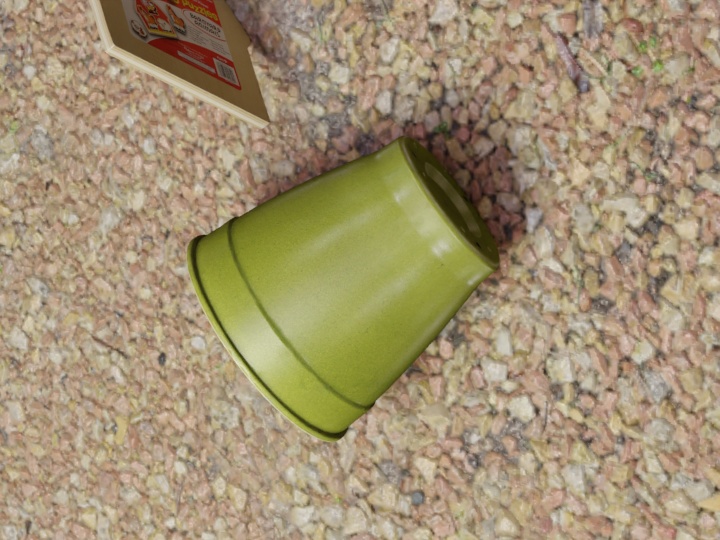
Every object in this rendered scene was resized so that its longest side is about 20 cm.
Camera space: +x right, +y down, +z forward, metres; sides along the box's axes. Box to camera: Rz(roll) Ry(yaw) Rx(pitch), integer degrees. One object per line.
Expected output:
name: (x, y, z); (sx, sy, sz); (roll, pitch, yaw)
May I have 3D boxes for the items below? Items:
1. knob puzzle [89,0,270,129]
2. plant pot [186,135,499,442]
knob puzzle: (-0.166, -0.215, 1.431); (0.030, 0.220, 0.220); (-37, 83, 26)
plant pot: (0.000, 0.000, 1.400); (0.193, 0.200, 0.201); (-36, 83, 14)
